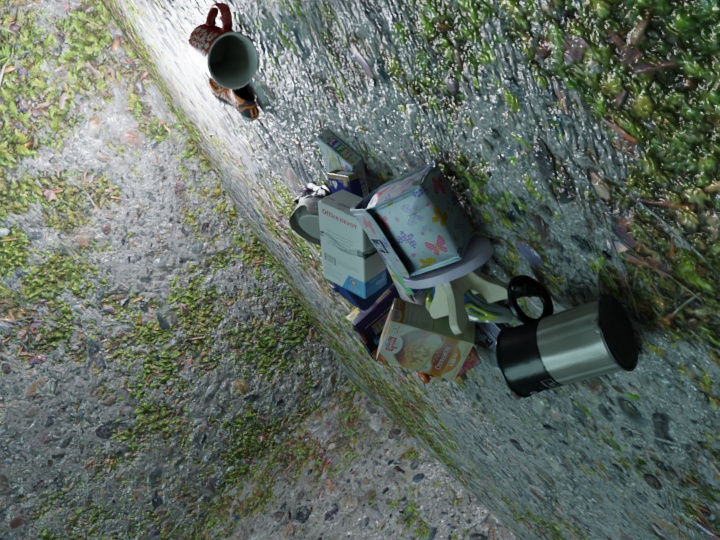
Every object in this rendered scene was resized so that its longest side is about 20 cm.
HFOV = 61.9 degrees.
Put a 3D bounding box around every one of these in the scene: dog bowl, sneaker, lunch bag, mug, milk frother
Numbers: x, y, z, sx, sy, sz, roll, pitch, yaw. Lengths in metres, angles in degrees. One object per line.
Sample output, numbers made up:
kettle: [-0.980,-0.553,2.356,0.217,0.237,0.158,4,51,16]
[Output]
dog bowl: [-0.108,-0.139,1.750,0.196,0.060,0.201,15,157,6]
sneaker: [-0.134,-0.201,1.779,0.076,0.087,0.199,56,165,-23]
lunch bag: [0.093,-0.083,1.152,0.197,0.128,0.171,-17,115,41]
sneaker: [-0.373,-0.534,1.754,0.198,0.078,0.113,36,159,12]
lunch bag: [0.000,0.000,1.637,0.132,0.200,0.137,37,167,49]
sneaker: [0.235,0.052,1.292,0.196,0.108,0.075,8,179,26]
mug: [-0.350,-0.574,1.527,0.132,0.180,0.200,14,-162,-40]
milk frother: [0.329,0.081,0.972,0.186,0.178,0.205,-26,73,41]

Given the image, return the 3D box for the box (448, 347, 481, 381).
box: [0.215,0.164,1.522,0.202,0.098,0.096,57,-171,-23]

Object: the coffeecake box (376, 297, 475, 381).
coffeecake box: [0.150,0.164,1.404,0.195,0.074,0.155,15,136,-1]

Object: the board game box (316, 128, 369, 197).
board game box: [-0.037,-0.238,1.492,0.134,0.034,0.201,44,164,28]

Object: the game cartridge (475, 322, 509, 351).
game cartridge: [0.277,0.110,1.387,0.200,0.038,0.130,48,162,14]

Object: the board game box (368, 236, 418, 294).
board game box: [0.097,-0.070,1.283,0.202,0.134,0.029,54,157,-15]

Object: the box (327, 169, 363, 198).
box: [-0.020,-0.137,1.444,0.121,0.032,0.204,24,133,60]

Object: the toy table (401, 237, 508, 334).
toy table: [0.191,0.024,1.180,0.198,0.184,0.118,-13,116,48]

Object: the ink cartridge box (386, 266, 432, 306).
ink cartridge box: [0.122,-0.002,1.426,0.148,0.085,0.202,47,164,58]

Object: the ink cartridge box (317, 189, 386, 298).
ink cartridge box: [-0.017,-0.062,1.370,0.144,0.083,0.204,27,132,37]

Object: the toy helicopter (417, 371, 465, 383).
toy helicopter: [0.254,0.304,1.908,0.198,0.078,0.134,14,133,51]

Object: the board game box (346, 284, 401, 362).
board game box: [0.076,0.140,1.746,0.056,0.199,0.167,34,160,50]
